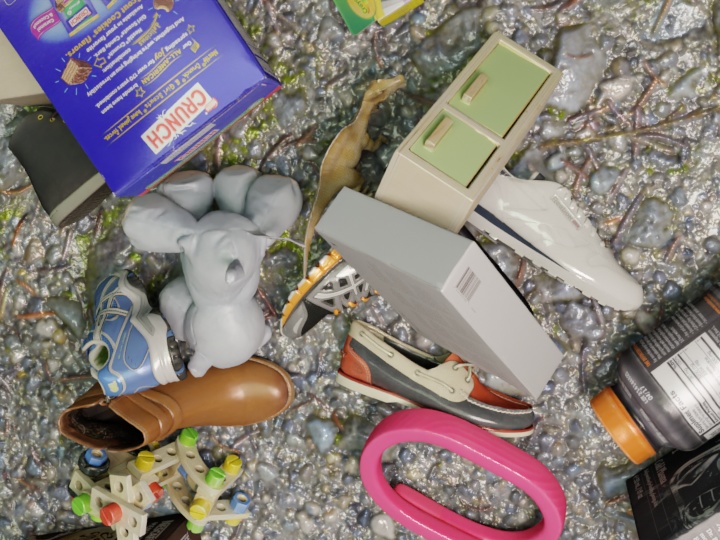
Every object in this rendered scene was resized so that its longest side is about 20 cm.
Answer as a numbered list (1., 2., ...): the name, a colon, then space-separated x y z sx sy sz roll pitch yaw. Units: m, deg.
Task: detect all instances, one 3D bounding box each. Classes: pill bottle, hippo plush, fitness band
1. pill bottle: 0.303 0.087 0.864 0.200 0.106 0.106 -39 88 12
2. hippo plush: -0.119 0.004 0.931 0.199 0.159 0.162 27 133 37
3. fitness band: 0.094 0.205 0.914 0.199 0.038 0.144 27 132 2

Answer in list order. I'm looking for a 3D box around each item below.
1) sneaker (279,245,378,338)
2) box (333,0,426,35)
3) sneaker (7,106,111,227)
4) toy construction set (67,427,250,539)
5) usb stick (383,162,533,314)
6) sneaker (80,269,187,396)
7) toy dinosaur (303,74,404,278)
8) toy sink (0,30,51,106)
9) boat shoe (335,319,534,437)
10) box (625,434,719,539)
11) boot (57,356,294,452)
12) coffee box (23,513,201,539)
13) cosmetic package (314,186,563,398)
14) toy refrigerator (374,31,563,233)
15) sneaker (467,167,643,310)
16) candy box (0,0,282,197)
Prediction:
1. sneaker: 0.000 0.000 0.930 0.077 0.078 0.200 44 104 -7
2. box: 0.052 -0.314 0.902 0.199 0.048 0.118 -29 90 10
3. sneaker: -0.260 -0.141 0.963 0.200 0.075 0.106 -37 90 13
4. toy construction set: -0.200 0.212 0.938 0.131 0.200 0.092 37 102 21
5. usb stick: 0.092 -0.021 0.889 0.033 0.056 0.200 -37 109 11
6. sneaker: -0.230 0.057 0.925 0.077 0.200 0.076 -23 115 -19
7. toy dinosaur: -0.020 -0.094 0.906 0.058 0.101 0.201 27 94 13
8. toy sink: -0.254 -0.236 0.934 0.198 0.112 0.131 -7 95 12
9. boat shoe: 0.074 0.105 0.930 0.199 0.071 0.063 17 96 13
10. box: 0.343 0.201 0.819 0.196 0.200 0.124 -36 88 12
11. boot: -0.174 0.128 0.933 0.198 0.155 0.077 5 97 10
12. coffee box: -0.270 0.314 0.993 0.198 0.113 0.080 -11 94 11
13. cosmetic package: 0.070 0.020 0.829 0.150 0.200 0.052 24 76 41
14. toy refrigerator: 0.097 -0.120 0.836 0.076 0.200 0.070 34 142 6
15. sneaker: 0.181 -0.036 0.895 0.199 0.076 0.081 34 91 4
16. candy box: -0.191 -0.191 0.832 0.169 0.077 0.201 -34 88 11
